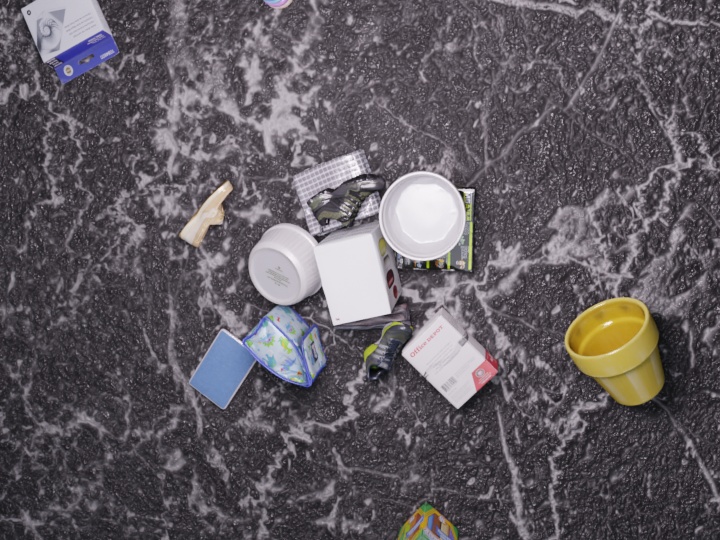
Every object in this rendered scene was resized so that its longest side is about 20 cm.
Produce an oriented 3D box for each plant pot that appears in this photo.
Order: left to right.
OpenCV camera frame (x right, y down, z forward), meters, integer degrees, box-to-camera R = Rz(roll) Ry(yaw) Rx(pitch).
[{"bbox_3d":[0.602,0.199,1.555,0.199,0.201,0.190,-30,110,16],"label":"plant pot"}]

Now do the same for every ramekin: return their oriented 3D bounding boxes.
[{"bbox_3d":[-0.189,-0.007,1.679,0.200,0.094,0.205,14,122,23],"label":"ramekin"},{"bbox_3d":[0.147,-0.130,1.564,0.197,0.105,0.204,2,101,11],"label":"ramekin"}]

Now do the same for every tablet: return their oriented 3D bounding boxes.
[{"bbox_3d":[-0.377,0.272,1.859,0.129,0.014,0.201,35,106,2],"label":"tablet"}]

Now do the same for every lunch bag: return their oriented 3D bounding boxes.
[{"bbox_3d":[-0.176,0.193,1.710,0.200,0.170,0.127,46,105,-1],"label":"lunch bag"}]

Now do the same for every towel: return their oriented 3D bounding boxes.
[{"bbox_3d":[-0.060,-0.186,1.650,0.197,0.086,0.168,-19,98,15],"label":"towel"}]

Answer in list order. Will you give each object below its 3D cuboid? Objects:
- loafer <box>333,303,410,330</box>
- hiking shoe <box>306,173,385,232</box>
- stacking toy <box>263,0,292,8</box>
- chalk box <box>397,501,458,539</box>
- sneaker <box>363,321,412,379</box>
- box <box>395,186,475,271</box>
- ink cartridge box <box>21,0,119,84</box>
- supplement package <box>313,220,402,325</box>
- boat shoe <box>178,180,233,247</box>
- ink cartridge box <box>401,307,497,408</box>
[{"bbox_3d":[0.029,0.119,1.719,0.196,0.072,0.064,-2,83,6],"label":"loafer"},{"bbox_3d":[-0.022,-0.158,1.577,0.197,0.076,0.102,-17,105,23],"label":"hiking shoe"},{"bbox_3d":[-0.211,-0.644,1.514,0.084,0.200,0.087,2,104,10],"label":"stacking toy"},{"bbox_3d":[0.169,0.732,1.755,0.124,0.200,0.125,40,107,0],"label":"chalk box"},{"bbox_3d":[0.071,0.202,1.684,0.073,0.082,0.201,19,133,-17],"label":"sneaker"},{"bbox_3d":[0.181,-0.102,1.641,0.190,0.048,0.204,1,102,9],"label":"box"},{"bbox_3d":[-0.737,-0.608,1.715,0.197,0.041,0.203,-22,98,16],"label":"ink cartridge box"},{"bbox_3d":[0.000,0.000,1.621,0.145,0.200,0.194,-12,101,14],"label":"supplement package"},{"bbox_3d":[-0.383,-0.143,1.739,0.069,0.074,0.200,40,109,-12],"label":"boat shoe"},{"bbox_3d":[0.223,0.216,1.685,0.200,0.083,0.147,44,107,-1],"label":"ink cartridge box"}]
